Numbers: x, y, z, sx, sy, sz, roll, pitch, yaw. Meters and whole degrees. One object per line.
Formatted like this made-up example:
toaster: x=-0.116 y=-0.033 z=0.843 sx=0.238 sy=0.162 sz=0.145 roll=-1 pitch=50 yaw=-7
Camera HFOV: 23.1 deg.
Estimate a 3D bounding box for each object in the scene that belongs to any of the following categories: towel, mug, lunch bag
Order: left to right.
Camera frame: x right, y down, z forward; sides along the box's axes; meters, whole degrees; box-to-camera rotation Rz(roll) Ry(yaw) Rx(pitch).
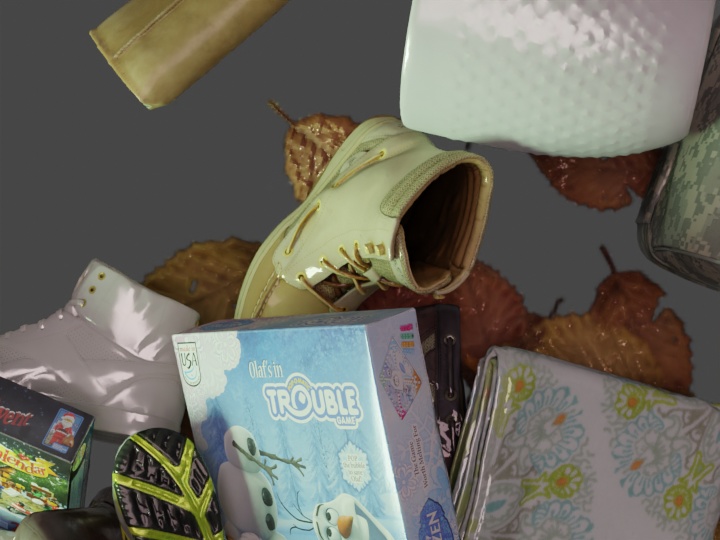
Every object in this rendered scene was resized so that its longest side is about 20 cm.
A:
mug: x=0.132 y=-0.156 z=1.110 sx=0.174 sy=0.200 sz=0.149 roll=12 pitch=123 yaw=9
towel: x=0.145 y=0.151 z=1.136 sx=0.198 sy=0.048 sz=0.173 roll=16 pitch=90 yaw=-22
lunch bag: x=0.266 y=-0.071 z=1.106 sx=0.138 sy=0.168 sz=0.202 roll=22 pitch=91 yaw=3

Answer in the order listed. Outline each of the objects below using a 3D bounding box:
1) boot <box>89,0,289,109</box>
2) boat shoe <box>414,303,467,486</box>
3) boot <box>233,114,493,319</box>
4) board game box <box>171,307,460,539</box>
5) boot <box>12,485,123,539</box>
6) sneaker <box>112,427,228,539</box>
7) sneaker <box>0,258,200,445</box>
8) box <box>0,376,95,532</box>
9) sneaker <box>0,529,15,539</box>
boot: x=-0.066 y=-0.171 z=1.142 sx=0.199 sy=0.175 sz=0.066 roll=-38 pitch=125 yaw=0
boat shoe: x=0.061 y=0.119 z=1.162 sx=0.064 sy=0.072 sz=0.202 roll=-14 pitch=84 yaw=6
boot: x=0.000 y=0.000 z=1.121 sx=0.073 sy=0.155 sz=0.201 roll=36 pitch=88 yaw=-25
board game box: x=-0.024 y=0.127 z=1.043 sx=0.043 sy=0.199 sz=0.201 roll=-15 pitch=95 yaw=-38
boot: x=-0.149 y=0.229 z=1.104 sx=0.064 sy=0.200 sz=0.188 roll=-25 pitch=88 yaw=4
sneaker: x=-0.101 y=0.193 z=1.086 sx=0.075 sy=0.076 sz=0.202 roll=-14 pitch=89 yaw=-12
sneaker: x=-0.206 y=0.047 z=1.183 sx=0.198 sy=0.074 sz=0.117 roll=11 pitch=77 yaw=5
box: x=-0.273 y=0.104 z=1.147 sx=0.198 sy=0.137 sz=0.038 roll=22 pitch=56 yaw=3
sneaker: x=-0.262 y=0.185 z=1.174 sx=0.200 sy=0.073 sz=0.085 roll=44 pitch=101 yaw=-8
